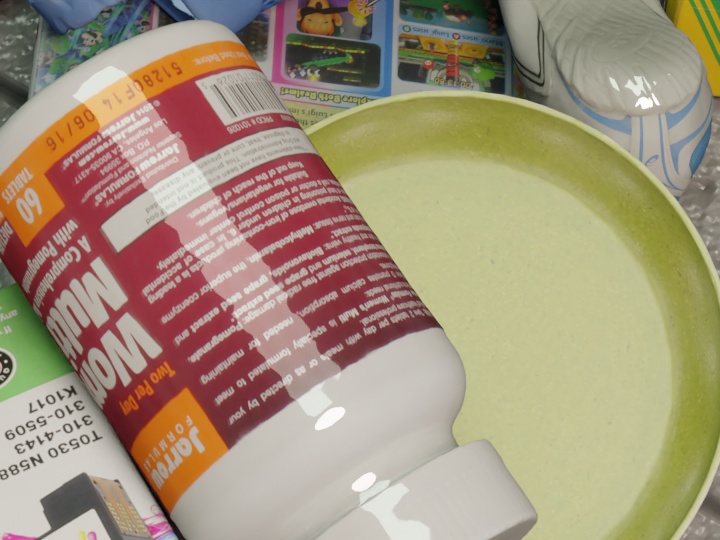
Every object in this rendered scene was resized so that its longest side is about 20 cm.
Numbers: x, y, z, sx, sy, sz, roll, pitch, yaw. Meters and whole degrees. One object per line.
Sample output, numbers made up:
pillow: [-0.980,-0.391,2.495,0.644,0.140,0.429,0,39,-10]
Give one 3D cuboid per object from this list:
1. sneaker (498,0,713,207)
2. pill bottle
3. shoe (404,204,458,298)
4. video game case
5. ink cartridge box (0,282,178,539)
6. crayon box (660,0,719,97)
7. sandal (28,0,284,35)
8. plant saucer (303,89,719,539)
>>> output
sneaker: [0.085,-0.094,1.029,0.072,0.073,0.200,-2,38,-8]
pill bottle: [-0.035,0.025,0.880,0.110,0.110,0.200,-30,77,-18]
shoe: [0.000,0.000,0.992,0.200,0.053,0.070,2,54,3]
video game case: [-0.027,-0.106,1.065,0.200,0.024,0.182,8,54,-8]
ink cartridge box: [-0.129,0.123,0.890,0.145,0.084,0.200,-24,58,-15]
crayon box: [0.157,-0.197,1.053,0.058,0.173,0.200,5,55,-1]
sandal: [-0.053,-0.127,1.025,0.200,0.079,0.087,5,92,-18]
plant saucer: [0.031,0.036,0.943,0.200,0.031,0.200,-1,79,4]
